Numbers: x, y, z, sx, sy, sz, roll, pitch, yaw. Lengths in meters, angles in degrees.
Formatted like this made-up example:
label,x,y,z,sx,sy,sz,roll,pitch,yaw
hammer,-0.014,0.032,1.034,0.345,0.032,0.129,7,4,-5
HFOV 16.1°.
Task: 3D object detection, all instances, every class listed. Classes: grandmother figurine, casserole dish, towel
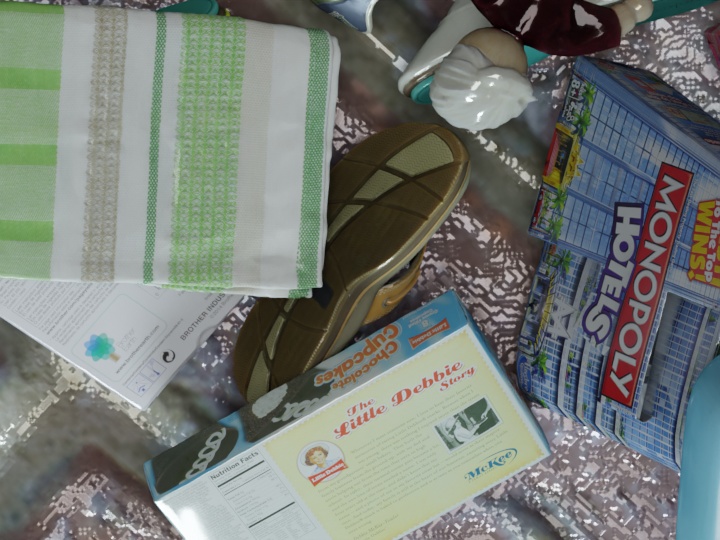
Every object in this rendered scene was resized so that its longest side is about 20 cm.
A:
label,x,y,z,sx,sy,sz,roll,pitch,yaw
grandmother figurine,0.100,-0.160,1.344,0.121,0.061,0.200,31,80,-6
casserole dish,0.228,0.115,1.322,0.121,0.039,0.200,-6,125,-7
towel,-0.109,-0.064,1.358,0.200,0.031,0.149,4,91,-26

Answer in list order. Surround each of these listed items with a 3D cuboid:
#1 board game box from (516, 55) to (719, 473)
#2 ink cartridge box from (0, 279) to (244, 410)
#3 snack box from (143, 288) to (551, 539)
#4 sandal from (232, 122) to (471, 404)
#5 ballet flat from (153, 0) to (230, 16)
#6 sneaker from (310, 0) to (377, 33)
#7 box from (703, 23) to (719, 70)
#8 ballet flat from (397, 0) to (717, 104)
label,x,y,z,sx,sy,sz,roll,pitch,yaw
board game box,0.172,0.005,1.353,0.062,0.200,0.200,9,100,-37
ink cartridge box,-0.159,-0.022,1.393,0.200,0.042,0.119,35,104,-28
snack box,-0.006,0.105,1.423,0.200,0.037,0.116,-29,128,5
sandal,0.000,0.000,1.420,0.054,0.080,0.200,12,120,-43
ballet flat,-0.157,-0.088,1.417,0.200,0.067,0.067,-21,118,6
sneaker,0.047,-0.209,1.395,0.200,0.067,0.090,-37,111,1
box,0.299,-0.128,1.379,0.200,0.095,0.103,-27,97,4
ballet flat,0.108,-0.152,1.403,0.200,0.069,0.069,-20,97,0
